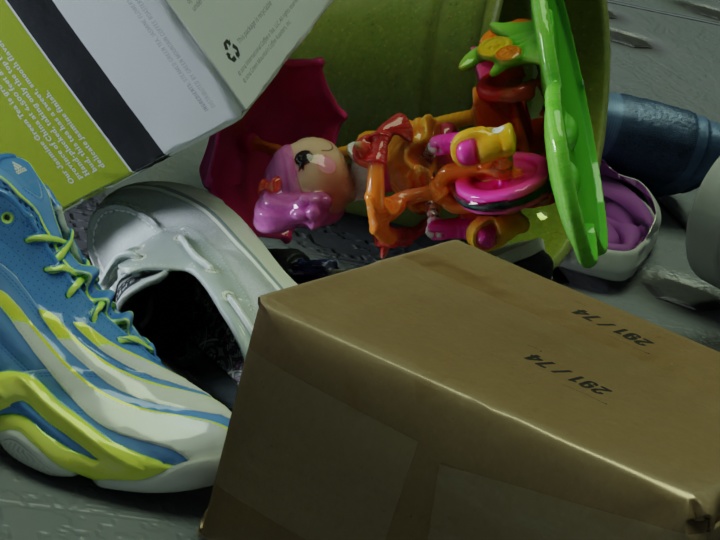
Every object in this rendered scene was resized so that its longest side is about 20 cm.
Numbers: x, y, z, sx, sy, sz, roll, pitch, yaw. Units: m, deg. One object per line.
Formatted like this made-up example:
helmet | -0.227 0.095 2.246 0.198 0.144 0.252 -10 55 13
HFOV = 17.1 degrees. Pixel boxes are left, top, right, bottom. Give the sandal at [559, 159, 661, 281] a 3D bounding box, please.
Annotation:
sandal | 0.148 -0.041 1.454 0.082 0.050 0.203 15 17 -2

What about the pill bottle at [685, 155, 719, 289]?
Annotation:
pill bottle | 0.286 0.000 1.334 0.115 0.116 0.200 -4 26 -46

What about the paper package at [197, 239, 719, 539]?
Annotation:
paper package | 0.069 0.079 0.944 0.199 0.104 0.190 22 18 24

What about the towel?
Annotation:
towel | 0.132 -0.092 1.552 0.199 0.049 0.112 15 -10 -9

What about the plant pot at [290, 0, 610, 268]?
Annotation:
plant pot | 0.022 -0.103 1.341 0.183 0.202 0.200 4 12 24

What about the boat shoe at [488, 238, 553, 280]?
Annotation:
boat shoe | 0.059 0.029 1.175 0.071 0.068 0.200 -24 3 17

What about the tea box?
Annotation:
tea box | -0.124 -0.137 1.155 0.196 0.134 0.200 -23 21 35

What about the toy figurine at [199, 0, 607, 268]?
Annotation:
toy figurine | 0.014 -0.051 1.126 0.183 0.151 0.200 -12 28 9

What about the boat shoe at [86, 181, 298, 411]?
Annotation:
boat shoe | -0.079 0.013 1.076 0.071 0.070 0.201 4 23 -40

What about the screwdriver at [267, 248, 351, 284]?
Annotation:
screwdriver | 0.000 0.000 1.132 0.199 0.028 0.029 -3 29 43

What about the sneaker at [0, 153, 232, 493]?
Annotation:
sneaker | -0.131 0.016 0.968 0.199 0.106 0.076 19 18 13
